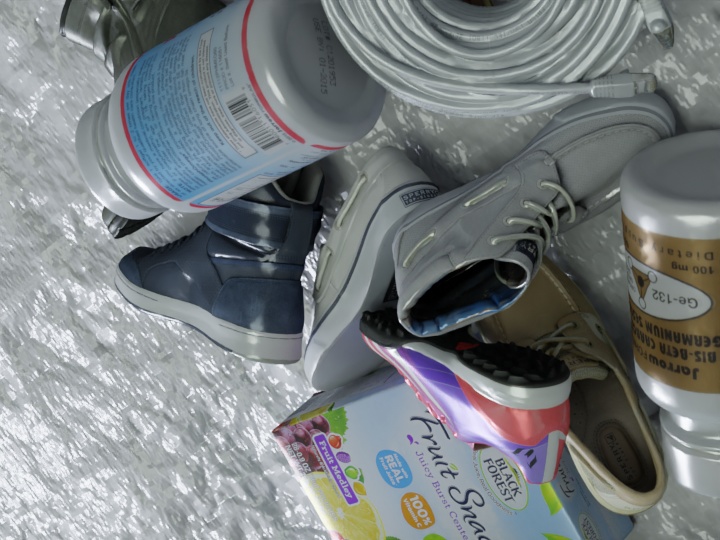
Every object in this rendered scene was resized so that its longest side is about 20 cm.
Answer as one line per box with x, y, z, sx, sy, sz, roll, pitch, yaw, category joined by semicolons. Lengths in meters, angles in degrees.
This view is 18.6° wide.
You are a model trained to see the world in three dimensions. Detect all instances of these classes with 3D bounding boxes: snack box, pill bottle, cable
0.061;0.143;1.507;0.199;0.068;0.169;-23;100;38;snack box
0.217;0.028;1.307;0.114;0.114;0.201;8;120;30;pill bottle
0.074;-0.188;1.274;0.199;0.069;0.201;-9;107;13;cable
-0.086;-0.101;1.370;0.199;0.109;0.109;-22;102;41;pill bottle

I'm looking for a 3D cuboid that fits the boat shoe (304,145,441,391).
0.000;0.000;1.471;0.066;0.072;0.200;60;149;31;boat shoe

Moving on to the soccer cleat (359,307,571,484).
0.061;0.072;1.378;0.200;0.068;0.074;24;120;54;soccer cleat

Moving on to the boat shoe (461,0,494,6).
-0.001;-0.196;1.357;0.200;0.068;0.072;46;131;3;boat shoe

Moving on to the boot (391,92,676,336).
0.107;-0.027;1.329;0.199;0.096;0.074;-32;119;22;boot

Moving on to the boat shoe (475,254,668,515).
0.132;0.061;1.385;0.201;0.072;0.065;60;175;10;boat shoe

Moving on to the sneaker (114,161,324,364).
-0.096;-0.031;1.514;0.202;0.077;0.147;20;106;50;sneaker

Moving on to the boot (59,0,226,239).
-0.156;-0.131;1.508;0.131;0.068;0.200;40;123;14;boot
